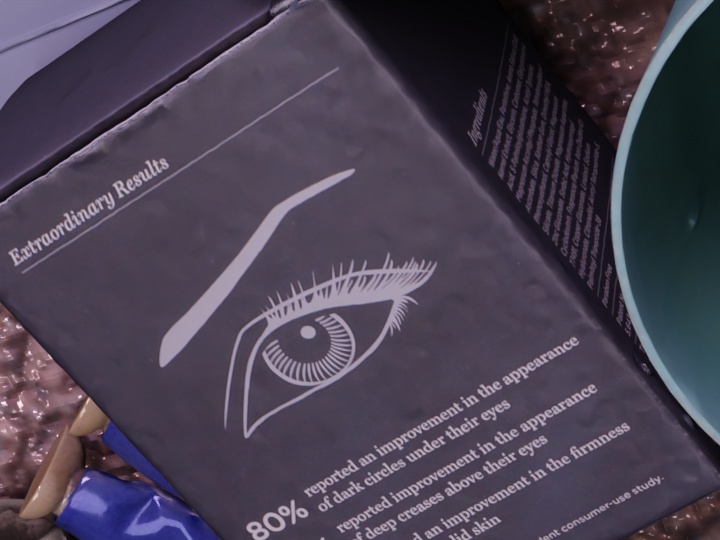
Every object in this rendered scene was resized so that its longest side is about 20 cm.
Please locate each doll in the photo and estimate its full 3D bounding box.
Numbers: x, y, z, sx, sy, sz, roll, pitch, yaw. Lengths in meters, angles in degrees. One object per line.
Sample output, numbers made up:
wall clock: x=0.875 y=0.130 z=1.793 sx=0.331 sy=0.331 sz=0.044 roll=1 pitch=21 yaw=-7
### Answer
doll: x=-0.015 y=0.100 z=0.906 sx=0.200 sy=0.048 sz=0.137 roll=29 pitch=114 yaw=-8

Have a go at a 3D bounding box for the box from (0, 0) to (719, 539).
box: x=0.000 y=0.000 z=0.769 sx=0.148 sy=0.104 sz=0.200 roll=-30 pitch=112 yaw=24

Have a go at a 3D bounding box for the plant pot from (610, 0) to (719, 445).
plant pot: x=0.176 y=-0.052 z=0.702 sx=0.200 sy=0.161 sz=0.201 roll=6 pitch=123 yaw=8

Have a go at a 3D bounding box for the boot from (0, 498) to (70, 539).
boot: x=-0.168 y=0.190 z=0.983 sx=0.182 sy=0.073 sz=0.200 roll=-17 pitch=125 yaw=6

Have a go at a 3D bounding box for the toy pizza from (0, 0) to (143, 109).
toy pizza: x=-0.057 y=-0.098 z=0.800 sx=0.200 sy=0.032 sz=0.200 roll=5 pitch=122 yaw=8
